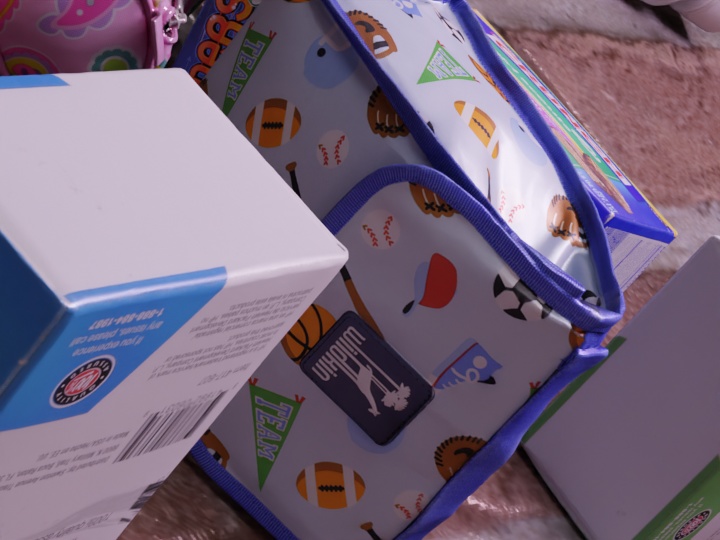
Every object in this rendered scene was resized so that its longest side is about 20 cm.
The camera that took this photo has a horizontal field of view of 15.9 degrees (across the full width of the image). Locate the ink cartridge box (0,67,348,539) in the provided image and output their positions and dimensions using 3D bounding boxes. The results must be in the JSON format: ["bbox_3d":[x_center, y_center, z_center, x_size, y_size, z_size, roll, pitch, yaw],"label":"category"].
[{"bbox_3d":[-0.118,0.044,0.729,0.084,0.200,0.146,47,24,16],"label":"ink cartridge box"}]

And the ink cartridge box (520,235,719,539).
[{"bbox_3d":[0.192,0.062,1.240,0.084,0.146,0.200,52,25,23],"label":"ink cartridge box"}]

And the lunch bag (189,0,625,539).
[{"bbox_3d":[0.000,0.000,1.016,0.123,0.170,0.201,8,42,-47],"label":"lunch bag"}]

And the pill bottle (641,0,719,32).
[{"bbox_3d":[0.197,-0.257,1.799,0.199,0.113,0.113,32,27,-24],"label":"pill bottle"}]

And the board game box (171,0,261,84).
[{"bbox_3d":[-0.040,-0.132,1.205,0.034,0.136,0.200,29,24,-1],"label":"board game box"}]

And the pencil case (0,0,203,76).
[{"bbox_3d":[-0.107,-0.133,1.164,0.087,0.087,0.200,39,22,-9],"label":"pencil case"}]

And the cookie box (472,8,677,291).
[{"bbox_3d":[0.064,-0.058,1.273,0.171,0.075,0.200,48,10,11],"label":"cookie box"}]
